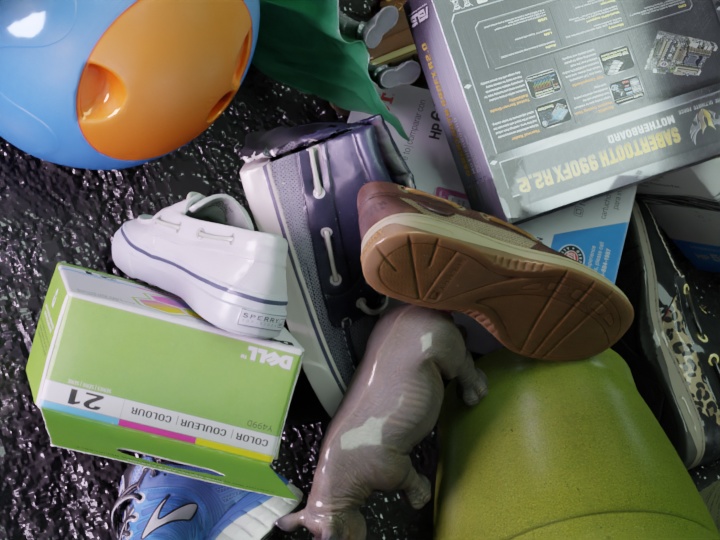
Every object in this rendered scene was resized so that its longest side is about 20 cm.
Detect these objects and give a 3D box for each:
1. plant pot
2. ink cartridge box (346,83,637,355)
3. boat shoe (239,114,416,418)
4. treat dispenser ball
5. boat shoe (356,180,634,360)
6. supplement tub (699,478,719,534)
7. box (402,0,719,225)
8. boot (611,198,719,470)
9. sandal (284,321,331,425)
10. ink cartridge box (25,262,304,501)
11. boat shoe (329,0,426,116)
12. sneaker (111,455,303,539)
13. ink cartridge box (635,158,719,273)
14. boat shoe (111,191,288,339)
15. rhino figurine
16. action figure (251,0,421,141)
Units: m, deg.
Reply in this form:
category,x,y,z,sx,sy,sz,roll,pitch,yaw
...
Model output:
category,x,y,z,sx,sy,sz,roll,pitch,yaw
plant pot,0.126,0.154,1.510,0.199,0.201,0.194,9,48,-25
ink cartridge box,0.073,-0.030,1.590,0.199,0.085,0.145,14,54,5
boat shoe,0.000,0.000,1.488,0.075,0.092,0.201,-60,132,-67
treat dispenser ball,-0.162,-0.163,1.502,0.200,0.201,0.202,13,59,-22
boat shoe,0.080,-0.006,1.461,0.199,0.072,0.072,17,36,-30
supplement tub,0.290,0.181,1.561,0.144,0.200,0.146,13,59,-22
box,0.145,-0.127,1.546,0.199,0.048,0.159,-19,89,-20
boot,0.246,0.041,1.694,0.150,0.073,0.201,-3,66,-31
sandal,-0.079,0.047,1.529,0.199,0.045,0.075,13,58,-22
ink cartridge box,-0.108,0.063,1.398,0.147,0.200,0.076,15,95,-13
boat shoe,0.033,-0.167,1.697,0.068,0.072,0.200,49,46,10
sneaker,-0.124,0.166,1.430,0.089,0.079,0.200,43,44,7
ink cartridge box,0.251,-0.108,1.693,0.200,0.084,0.146,44,68,-42
boat shoe,-0.089,-0.014,1.467,0.073,0.200,0.067,12,98,-32
rhino figurine,0.009,0.108,1.458,0.201,0.060,0.087,-62,146,-11
action figure,-0.039,-0.159,1.593,0.055,0.200,0.119,-35,123,-23
